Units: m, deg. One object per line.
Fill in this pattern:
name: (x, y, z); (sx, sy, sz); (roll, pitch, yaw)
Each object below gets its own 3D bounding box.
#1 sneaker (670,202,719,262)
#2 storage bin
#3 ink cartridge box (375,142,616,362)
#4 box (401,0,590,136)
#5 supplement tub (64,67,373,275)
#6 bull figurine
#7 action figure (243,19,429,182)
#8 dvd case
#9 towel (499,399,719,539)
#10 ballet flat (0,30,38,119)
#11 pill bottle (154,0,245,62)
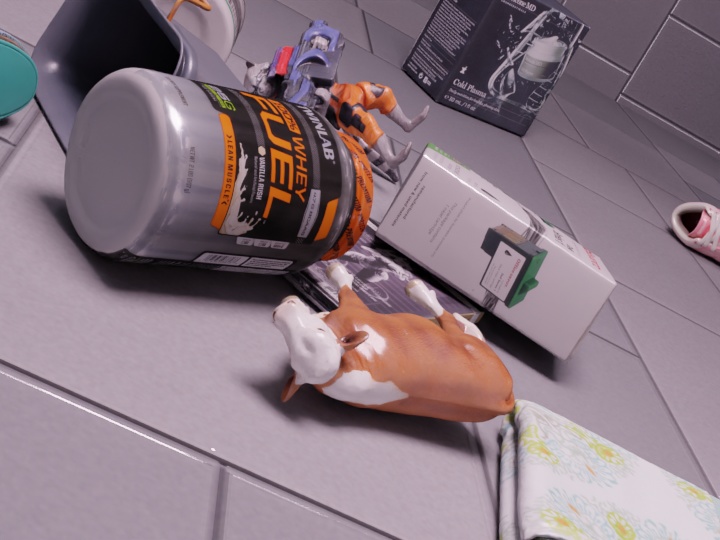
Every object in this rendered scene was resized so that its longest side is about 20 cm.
sneaker: (0.548, -0.041, 1.815); (0.199, 0.076, 0.104); (35, 14, 33)
storage bin: (-0.149, -0.143, 0.953); (0.134, 0.146, 0.200); (26, 17, -44)
ink cartridge box: (0.119, -0.020, 1.077); (0.198, 0.085, 0.146); (33, 11, -1)
box: (0.203, -0.338, 1.841); (0.198, 0.198, 0.124); (14, 25, -38)
supplement tub: (-0.090, -0.061, 0.832); (0.198, 0.124, 0.123); (4, 32, -47)
bull figurine: (0.013, 0.051, 0.805); (0.198, 0.066, 0.122); (20, 25, -32)
action figure: (-0.038, -0.156, 1.248); (0.191, 0.105, 0.201); (24, 44, 1)
dvd case: (0.000, 0.000, 0.989); (0.148, 0.016, 0.199); (40, 22, 26)
towel: (0.170, 0.167, 0.788); (0.170, 0.049, 0.200); (31, 19, -4)
ballet flat: (-0.292, -0.133, 0.808); (0.074, 0.075, 0.200); (34, 16, 10)
pill bottle: (-0.173, -0.257, 1.211); (0.112, 0.114, 0.201); (27, 19, -11)
